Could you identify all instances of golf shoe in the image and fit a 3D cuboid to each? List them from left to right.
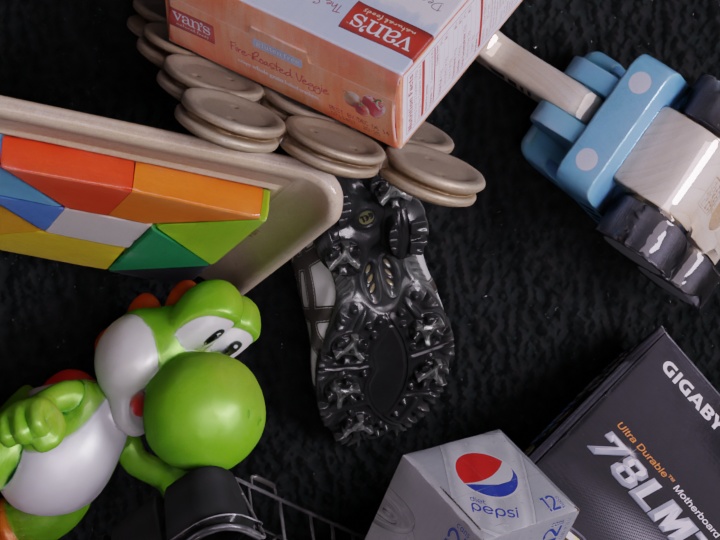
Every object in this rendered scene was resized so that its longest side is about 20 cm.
[{"bbox_3d":[0.000,0.000,1.269,0.078,0.095,0.200,-12,129,-13],"label":"golf shoe"}]

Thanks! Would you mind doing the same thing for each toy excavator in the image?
[{"bbox_3d":[0.110,-0.086,1.273,0.100,0.200,0.194,-56,153,-1],"label":"toy excavator"}]

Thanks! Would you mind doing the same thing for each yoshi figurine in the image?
[{"bbox_3d":[-0.125,0.090,1.204,0.200,0.112,0.112,-39,89,10],"label":"yoshi figurine"}]

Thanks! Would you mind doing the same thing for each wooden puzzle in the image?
[{"bbox_3d":[-0.128,-0.032,1.168,0.200,0.185,0.037,16,71,-16],"label":"wooden puzzle"}]

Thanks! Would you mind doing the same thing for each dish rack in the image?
[{"bbox_3d":[-0.062,0.175,1.236,0.153,0.055,0.200,-36,138,24],"label":"dish rack"}]

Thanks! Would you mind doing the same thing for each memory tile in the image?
[{"bbox_3d":[-0.032,-0.084,1.176,0.153,0.200,0.017,14,109,-19],"label":"memory tile"}]

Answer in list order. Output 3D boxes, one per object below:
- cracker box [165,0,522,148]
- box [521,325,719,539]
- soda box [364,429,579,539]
[{"bbox_3d":[0.015,-0.164,1.170,0.134,0.058,0.200,27,56,19],"label":"cracker box"},{"bbox_3d":[0.158,0.164,1.285,0.198,0.050,0.200,-40,91,-32],"label":"box"},{"bbox_3d":[0.029,0.175,1.186,0.068,0.063,0.200,-13,137,-41],"label":"soda box"}]
